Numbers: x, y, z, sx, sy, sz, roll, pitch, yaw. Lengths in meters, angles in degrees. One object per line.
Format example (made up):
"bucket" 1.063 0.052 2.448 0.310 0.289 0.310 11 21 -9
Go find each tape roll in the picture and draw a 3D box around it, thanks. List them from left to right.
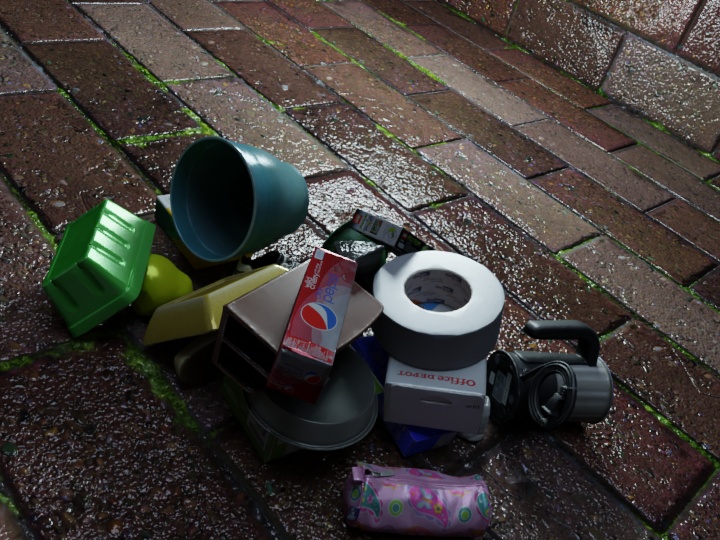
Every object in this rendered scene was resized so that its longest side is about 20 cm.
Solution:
"tape roll" 0.113 0.054 1.053 0.196 0.067 0.202 1 36 -1

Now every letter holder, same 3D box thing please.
"letter holder" -0.077 0.086 0.956 0.141 0.102 0.199 35 37 19

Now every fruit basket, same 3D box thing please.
"fruit basket" -0.369 0.014 1.111 0.217 0.154 0.217 55 16 -24

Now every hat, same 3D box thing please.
"hat" 0.021 0.037 1.211 0.164 0.202 0.176 2 33 -39

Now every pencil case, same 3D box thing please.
"pencil case" 0.074 0.306 0.942 0.197 0.088 0.088 11 35 -13

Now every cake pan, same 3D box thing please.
"cake pan" -0.065 0.158 0.983 0.197 0.037 0.202 13 35 -9

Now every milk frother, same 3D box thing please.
"milk frother" 0.325 0.194 1.123 0.185 0.183 0.201 4 34 -19

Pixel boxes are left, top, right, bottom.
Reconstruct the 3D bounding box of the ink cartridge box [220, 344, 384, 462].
"ink cartridge box" -0.083 0.178 1.048 0.198 0.077 0.148 -10 44 -37

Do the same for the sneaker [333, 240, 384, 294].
"sneaker" 0.000 0.000 1.093 0.075 0.093 0.200 8 1 10

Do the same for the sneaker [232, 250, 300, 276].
"sneaker" -0.132 0.008 1.243 0.197 0.089 0.076 -8 40 -35

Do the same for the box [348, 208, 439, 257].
"box" 0.079 -0.038 1.191 0.109 0.035 0.199 27 -1 40

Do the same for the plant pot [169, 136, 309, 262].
"plant pot" -0.192 -0.123 1.222 0.199 0.202 0.187 38 24 26

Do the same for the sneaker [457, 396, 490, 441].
"sneaker" 0.151 0.178 1.156 0.069 0.081 0.201 -9 42 -31

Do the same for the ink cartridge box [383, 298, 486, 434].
"ink cartridge box" 0.116 0.138 1.067 0.142 0.086 0.201 6 36 6

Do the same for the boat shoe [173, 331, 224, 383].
"boat shoe" -0.216 0.109 1.090 0.066 0.075 0.199 25 30 27

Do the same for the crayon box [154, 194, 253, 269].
"crayon box" -0.282 -0.073 1.312 0.124 0.052 0.200 -15 46 -39

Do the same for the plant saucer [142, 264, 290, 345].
"plant saucer" -0.210 0.045 1.064 0.199 0.198 0.049 -27 99 -45

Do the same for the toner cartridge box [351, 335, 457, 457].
"toner cartridge box" 0.064 0.189 1.111 0.094 0.043 0.201 -3 46 -35

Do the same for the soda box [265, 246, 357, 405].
"soda box" -0.055 0.061 0.856 0.063 0.071 0.201 21 36 -5
